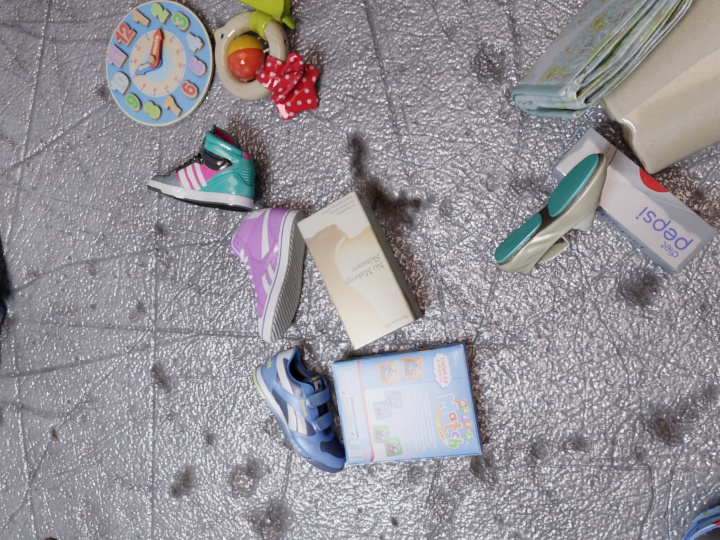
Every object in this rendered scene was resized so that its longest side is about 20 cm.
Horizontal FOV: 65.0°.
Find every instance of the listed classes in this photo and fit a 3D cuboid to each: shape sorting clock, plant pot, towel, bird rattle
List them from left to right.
[{"bbox_3d":[-0.333,-0.340,0.927,0.197,0.039,0.204,0,91,17],"label":"shape sorting clock"},{"bbox_3d":[-0.148,-0.326,0.864,0.161,0.112,0.203,-11,101,27],"label":"bird rattle"},{"bbox_3d":[0.275,-0.262,0.677,0.048,0.200,0.171,40,101,-16],"label":"towel"},{"bbox_3d":[0.384,-0.218,0.654,0.182,0.200,0.202,-34,82,24],"label":"plant pot"}]

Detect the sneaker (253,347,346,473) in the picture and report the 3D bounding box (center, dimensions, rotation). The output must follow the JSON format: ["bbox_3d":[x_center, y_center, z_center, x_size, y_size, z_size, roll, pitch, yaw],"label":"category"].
[{"bbox_3d":[-0.078,0.206,0.842,0.082,0.074,0.201,-39,81,11],"label":"sneaker"}]

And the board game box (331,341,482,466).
[{"bbox_3d":[0.065,0.194,0.818,0.197,0.037,0.154,-10,88,17],"label":"board game box"}]

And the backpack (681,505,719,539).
[{"bbox_3d":[0.470,0.353,0.652,0.197,0.134,0.186,-16,86,15],"label":"backpack"}]

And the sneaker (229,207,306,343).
[{"bbox_3d":[-0.150,0.004,0.867,0.112,0.073,0.204,6,82,19],"label":"sneaker"}]

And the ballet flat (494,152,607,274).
[{"bbox_3d":[0.252,-0.062,0.715,0.070,0.069,0.200,49,134,10],"label":"ballet flat"}]

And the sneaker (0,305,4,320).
[{"bbox_3d":[-0.703,0.157,1.028,0.076,0.085,0.202,17,74,39],"label":"sneaker"}]

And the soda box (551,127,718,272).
[{"bbox_3d":[0.343,-0.089,0.721,0.200,0.063,0.068,45,101,11],"label":"soda box"}]

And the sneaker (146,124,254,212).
[{"bbox_3d":[-0.243,-0.165,0.882,0.197,0.083,0.123,11,87,23],"label":"sneaker"}]

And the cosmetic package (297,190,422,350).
[{"bbox_3d":[0.000,0.000,0.817,0.104,0.071,0.202,-28,83,14],"label":"cosmetic package"}]
